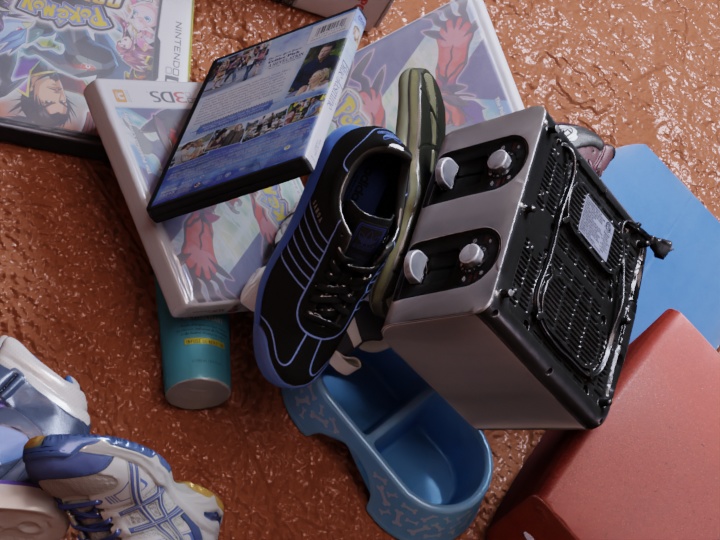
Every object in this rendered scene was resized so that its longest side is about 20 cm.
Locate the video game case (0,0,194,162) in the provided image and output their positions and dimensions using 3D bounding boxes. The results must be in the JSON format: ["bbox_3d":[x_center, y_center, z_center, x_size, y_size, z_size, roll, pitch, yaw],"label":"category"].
[{"bbox_3d":[-0.237,-0.179,1.479,0.198,0.026,0.182,11,60,-18],"label":"video game case"}]

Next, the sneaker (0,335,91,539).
[{"bbox_3d":[-0.291,0.109,1.276,0.198,0.081,0.147,12,52,-13],"label":"sneaker"}]

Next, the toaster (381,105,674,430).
[{"bbox_3d":[0.122,0.008,1.316,0.200,0.118,0.182,44,53,-38],"label":"toaster"}]

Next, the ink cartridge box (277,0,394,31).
[{"bbox_3d":[-0.051,-0.305,1.554,0.199,0.145,0.085,17,57,-15],"label":"ink cartridge box"}]

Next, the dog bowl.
[{"bbox_3d":[0.026,0.121,1.416,0.111,0.050,0.200,-35,81,-34],"label":"dog bowl"}]

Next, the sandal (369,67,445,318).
[{"bbox_3d":[0.026,-0.056,1.357,0.057,0.080,0.203,-1,66,18],"label":"sandal"}]

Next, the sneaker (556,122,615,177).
[{"bbox_3d":[0.184,-0.052,1.480,0.115,0.076,0.201,-32,79,-24],"label":"sneaker"}]

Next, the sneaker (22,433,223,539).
[{"bbox_3d":[-0.162,0.176,1.244,0.200,0.075,0.089,38,54,-48],"label":"sneaker"}]

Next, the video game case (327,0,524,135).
[{"bbox_3d":[0.046,-0.113,1.478,0.181,0.023,0.201,-26,57,14],"label":"video game case"}]

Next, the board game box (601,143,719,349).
[{"bbox_3d":[0.244,-0.006,1.572,0.200,0.039,0.158,43,65,-16],"label":"board game box"}]

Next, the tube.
[{"bbox_3d":[-0.133,0.010,1.414,0.077,0.050,0.201,11,55,-28],"label":"tube"}]

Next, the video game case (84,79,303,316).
[{"bbox_3d":[-0.112,-0.061,1.424,0.181,0.023,0.201,-4,65,-48],"label":"video game case"}]

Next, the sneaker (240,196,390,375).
[{"bbox_3d":[0.000,0.000,1.400,0.130,0.079,0.200,45,38,-14],"label":"sneaker"}]

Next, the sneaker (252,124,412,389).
[{"bbox_3d":[-0.019,-0.007,1.277,0.070,0.078,0.202,16,92,-26],"label":"sneaker"}]

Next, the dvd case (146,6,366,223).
[{"bbox_3d":[-0.077,-0.121,1.366,0.018,0.142,0.201,56,32,-30],"label":"dvd case"}]

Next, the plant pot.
[{"bbox_3d":[0.216,0.185,1.386,0.176,0.200,0.200,-39,82,-25],"label":"plant pot"}]
